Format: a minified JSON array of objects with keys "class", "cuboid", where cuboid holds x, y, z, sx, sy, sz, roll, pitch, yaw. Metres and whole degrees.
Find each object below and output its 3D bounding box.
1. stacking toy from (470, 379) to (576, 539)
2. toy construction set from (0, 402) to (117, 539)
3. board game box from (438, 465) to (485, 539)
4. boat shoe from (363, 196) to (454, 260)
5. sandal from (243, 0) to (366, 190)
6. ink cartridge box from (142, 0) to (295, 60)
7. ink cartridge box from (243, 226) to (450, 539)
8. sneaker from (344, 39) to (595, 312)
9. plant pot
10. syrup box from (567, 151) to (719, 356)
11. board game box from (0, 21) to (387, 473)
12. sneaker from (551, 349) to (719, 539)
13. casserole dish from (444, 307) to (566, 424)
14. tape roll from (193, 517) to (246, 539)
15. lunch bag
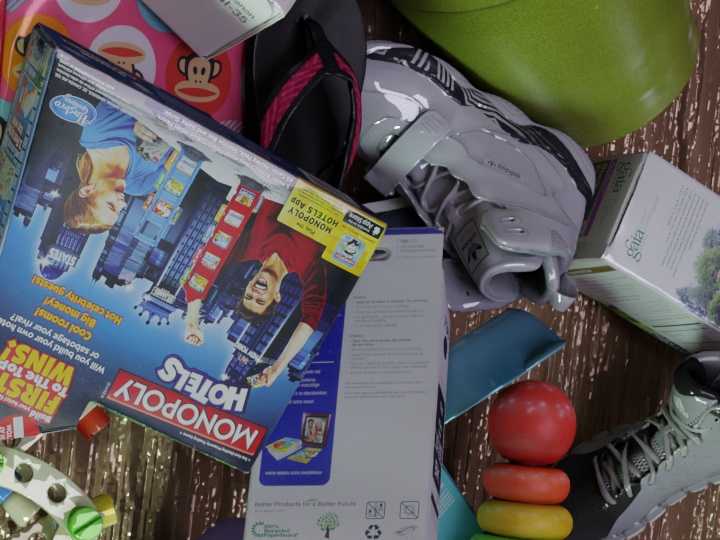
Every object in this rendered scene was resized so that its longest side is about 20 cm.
[{"class":"stacking toy","cuboid":[0.099,0.168,1.326,0.085,0.085,0.202,9,85,-36]},{"class":"toy construction set","cuboid":[-0.142,0.080,1.179,0.131,0.092,0.200,50,58,-4]},{"class":"board game box","cuboid":[0.038,0.235,1.362,0.151,0.047,0.201,-47,121,-21]},{"class":"boat shoe","cuboid":[0.000,0.000,1.278,0.199,0.075,0.062,-19,77,-39]},{"class":"sandal","cuboid":[-0.030,-0.069,1.168,0.075,0.045,0.202,16,82,-33]},{"class":"ink cartridge box","cuboid":[-0.067,-0.235,1.141,0.146,0.083,0.201,43,55,-19]},{"class":"ink cartridge box","cuboid":[-0.004,0.071,1.168,0.039,0.099,0.201,70,23,-57]},{"class":"sneaker","cuboid":[0.048,-0.050,1.236,0.199,0.075,0.116,24,44,-19]},{"class":"plant pot","cuboid":[0.110,-0.180,1.273,0.201,0.200,0.193,-52,134,-18]},{"class":"syrup box","cuboid":[0.224,0.006,1.414,0.199,0.081,0.079,30,74,-21]},{"class":"board game box","cuboid":[-0.122,0.013,1.100,0.199,0.062,0.201,28,97,-25]},{"class":"sneaker","cuboid":[0.187,0.102,1.382,0.199,0.075,0.116,-24,146,-3]},{"class":"casserole dish","cuboid":[0.032,0.079,1.263,0.039,0.199,0.121,57,30,3]},{"class":"tape roll","cuboid":[-0.054,0.243,1.202,0.085,0.199,0.201,-32,115,-28]},{"class":"lunch bag","cuboid":[-0.125,-0.098,1.169,0.199,0.082,0.178,5,94,-36]}]
